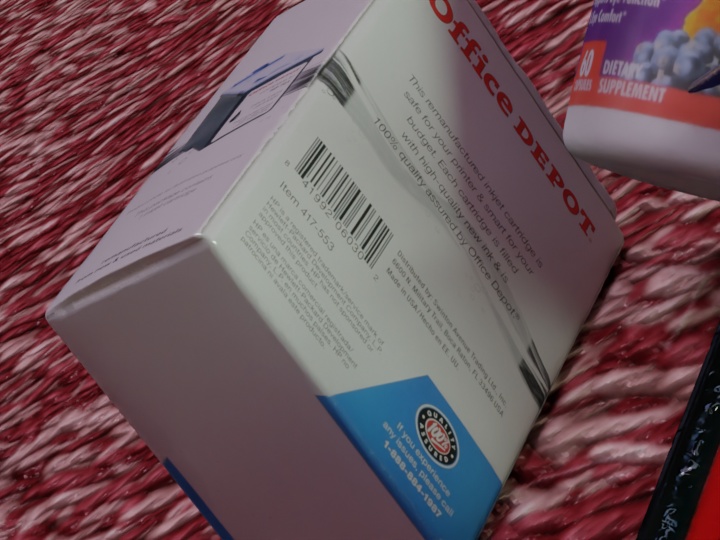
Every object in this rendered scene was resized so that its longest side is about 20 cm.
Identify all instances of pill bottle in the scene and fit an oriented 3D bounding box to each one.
[{"bbox_3d":[0.143,-0.124,0.836,0.111,0.111,0.202,13,89,66],"label":"pill bottle"}]

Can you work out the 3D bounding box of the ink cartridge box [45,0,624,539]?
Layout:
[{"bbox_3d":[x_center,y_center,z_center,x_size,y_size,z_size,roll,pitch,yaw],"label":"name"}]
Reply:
[{"bbox_3d":[0.000,0.000,0.878,0.086,0.147,0.200,-24,21,35],"label":"ink cartridge box"}]

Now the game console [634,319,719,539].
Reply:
[{"bbox_3d":[0.052,0.093,0.624,0.118,0.173,0.200,4,36,21],"label":"game console"}]

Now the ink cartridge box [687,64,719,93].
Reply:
[{"bbox_3d":[0.222,-0.090,0.683,0.199,0.047,0.198,-22,-5,-26],"label":"ink cartridge box"}]
